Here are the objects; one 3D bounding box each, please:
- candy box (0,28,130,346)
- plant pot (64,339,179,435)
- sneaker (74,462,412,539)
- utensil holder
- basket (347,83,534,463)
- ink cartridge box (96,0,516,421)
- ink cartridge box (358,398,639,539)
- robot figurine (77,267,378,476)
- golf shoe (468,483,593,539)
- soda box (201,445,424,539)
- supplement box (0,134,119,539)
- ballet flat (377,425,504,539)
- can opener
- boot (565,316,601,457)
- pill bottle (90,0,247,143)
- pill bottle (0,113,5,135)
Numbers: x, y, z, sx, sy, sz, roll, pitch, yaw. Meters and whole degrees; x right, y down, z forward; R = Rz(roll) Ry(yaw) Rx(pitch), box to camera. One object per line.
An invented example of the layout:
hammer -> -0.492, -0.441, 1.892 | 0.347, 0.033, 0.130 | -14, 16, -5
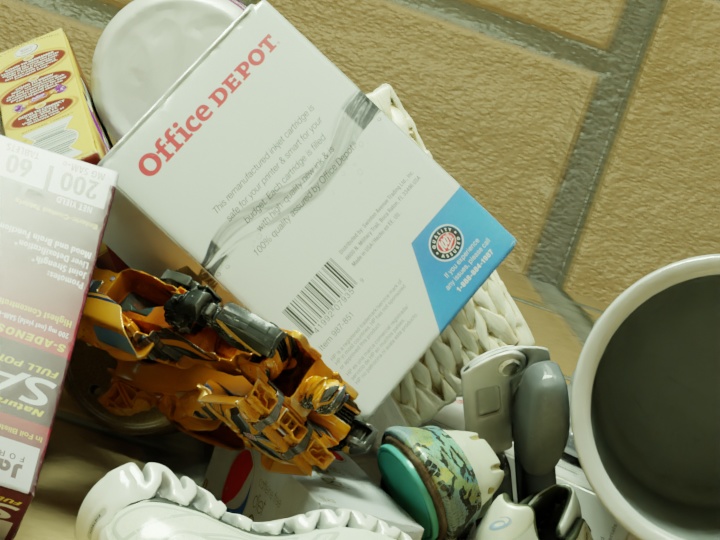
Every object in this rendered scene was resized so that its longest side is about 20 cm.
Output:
candy box -> -0.172, -0.054, 1.730 | 0.056, 0.117, 0.200 | -22, 29, -3
plant pot -> -0.128, 0.028, 1.837 | 0.186, 0.187, 0.200 | 19, 18, 3
sneaker -> -0.043, 0.157, 1.420 | 0.200, 0.075, 0.081 | 14, 22, -25
utensil holder -> 0.205, 0.072, 1.643 | 0.170, 0.170, 0.200 | 20, 4, 4
basket -> 0.000, 0.000, 1.721 | 0.200, 0.123, 0.136 | 60, -13, 0
ink cartridge box -> -0.039, -0.026, 1.596 | 0.200, 0.145, 0.084 | 44, -24, -4
ink cartridge box -> 0.107, 0.148, 1.820 | 0.200, 0.083, 0.146 | 23, 8, 28
robot figurine -> -0.082, 0.055, 1.532 | 0.200, 0.058, 0.145 | 15, -24, 46
golf shoe -> 0.116, 0.170, 1.617 | 0.078, 0.097, 0.200 | 21, 5, 27
soda box -> -0.031, 0.136, 1.577 | 0.064, 0.068, 0.200 | 16, 7, -20
supplement box -> -0.200, 0.027, 1.471 | 0.109, 0.200, 0.061 | 17, -33, -10
ballet flat -> 0.044, 0.120, 1.587 | 0.074, 0.074, 0.200 | 19, -19, 1
can opener -> 0.089, 0.121, 1.646 | 0.052, 0.200, 0.067 | -13, 45, -8
boot -> 0.198, 0.084, 1.838 | 0.073, 0.096, 0.200 | 24, 4, 34
pill bottle -> -0.109, -0.125, 1.818 | 0.112, 0.113, 0.200 | 19, 6, -3
pill bottle -> -0.311, -0.057, 1.779 | 0.199, 0.111, 0.111 | -20, 10, -2
